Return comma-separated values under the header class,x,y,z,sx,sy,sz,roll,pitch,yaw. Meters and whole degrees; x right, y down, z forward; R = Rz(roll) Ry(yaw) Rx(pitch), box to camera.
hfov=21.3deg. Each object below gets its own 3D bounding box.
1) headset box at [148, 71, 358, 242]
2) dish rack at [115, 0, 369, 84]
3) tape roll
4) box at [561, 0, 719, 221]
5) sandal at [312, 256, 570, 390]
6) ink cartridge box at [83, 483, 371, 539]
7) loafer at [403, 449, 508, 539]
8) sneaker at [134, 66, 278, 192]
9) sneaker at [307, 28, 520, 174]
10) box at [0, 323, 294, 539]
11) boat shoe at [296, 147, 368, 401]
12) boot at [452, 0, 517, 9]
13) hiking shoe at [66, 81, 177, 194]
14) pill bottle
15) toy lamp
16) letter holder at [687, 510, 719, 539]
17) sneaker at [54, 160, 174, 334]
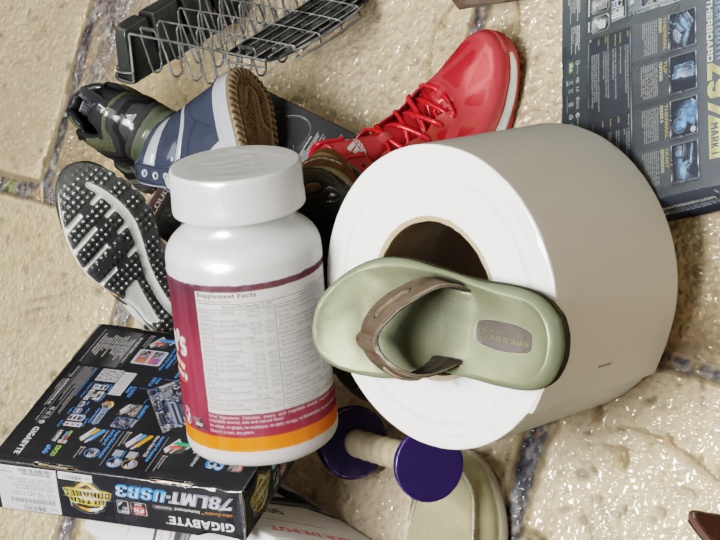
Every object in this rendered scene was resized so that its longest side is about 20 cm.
class,x,y,z,sx,sy,sz,roll,pitch,yaw
headset box,-0.080,-0.063,1.554,0.199,0.075,0.149,28,87,45
dish rack,-0.095,-0.198,1.587,0.199,0.153,0.055,15,130,37
tape roll,0.093,0.008,1.290,0.202,0.138,0.205,10,105,42
box,0.212,-0.137,1.321,0.157,0.051,0.202,-14,69,45
sandal,0.041,0.035,1.209,0.200,0.057,0.081,3,100,43
ink cartridge box,-0.090,0.207,1.449,0.199,0.144,0.085,26,96,45
loafer,0.055,0.222,1.357,0.075,0.068,0.202,-8,72,43
sneaker,-0.116,-0.049,1.476,0.108,0.070,0.202,-25,55,32
sneaker,0.036,-0.099,1.437,0.078,0.115,0.201,34,103,44
box,-0.142,0.116,1.424,0.196,0.200,0.050,7,120,16
boat shoe,0.000,0.000,1.401,0.075,0.201,0.074,-8,31,14
boot,0.041,-0.247,1.503,0.186,0.064,0.200,-46,53,10
hiking shoe,-0.198,-0.125,1.639,0.076,0.100,0.200,-56,4,-9
pill bottle,-0.076,0.023,1.315,0.109,0.109,0.202,15,117,45
toy lamp,0.013,0.131,1.393,0.200,0.058,0.059,-172,97,-70
letter holder,0.226,0.243,1.130,0.101,0.141,0.200,-55,47,17
sneaker,-0.185,-0.007,1.534,0.074,0.201,0.080,-40,30,-12
